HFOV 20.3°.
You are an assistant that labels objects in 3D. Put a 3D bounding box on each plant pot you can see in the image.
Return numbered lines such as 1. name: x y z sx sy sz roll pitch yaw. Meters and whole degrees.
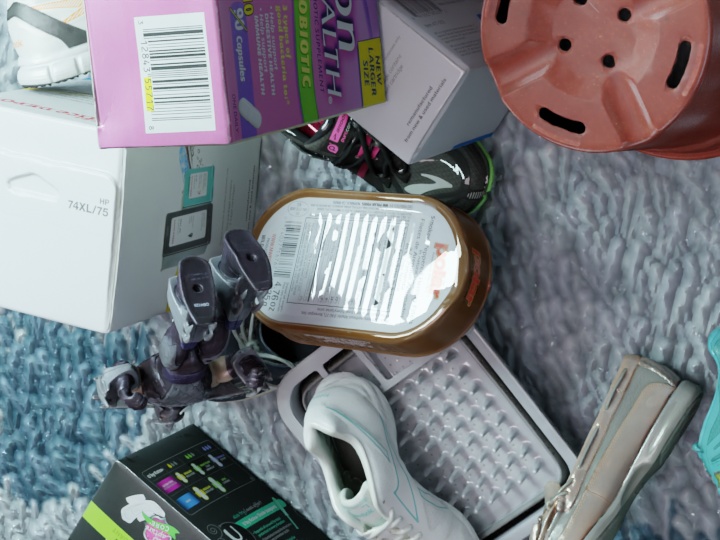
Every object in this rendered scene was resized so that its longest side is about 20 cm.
1. plant pot: 0.179 -0.160 1.287 0.200 0.195 0.202 5 101 25

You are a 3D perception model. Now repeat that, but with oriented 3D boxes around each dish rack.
1. dish rack: 0.054 0.116 1.472 0.171 0.044 0.200 -37 92 26

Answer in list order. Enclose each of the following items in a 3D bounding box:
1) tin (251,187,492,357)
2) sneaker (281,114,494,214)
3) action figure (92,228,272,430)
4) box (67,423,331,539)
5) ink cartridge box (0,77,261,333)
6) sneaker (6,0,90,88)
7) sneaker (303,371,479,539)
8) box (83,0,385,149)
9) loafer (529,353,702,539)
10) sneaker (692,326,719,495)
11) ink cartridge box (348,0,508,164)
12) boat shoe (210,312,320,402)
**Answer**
1. tin: 0.000 0.000 1.426 0.199 0.042 0.113 5 81 36
2. sneaker: 0.003 -0.091 1.449 0.199 0.084 0.077 26 110 20
3. action figure: -0.121 0.059 1.426 0.070 0.130 0.200 60 148 25
4. box: -0.119 0.244 1.549 0.200 0.124 0.149 38 113 14
5. ink cartridge box: -0.187 -0.055 1.484 0.146 0.200 0.147 13 105 24
6. sneaker: -0.164 -0.199 1.466 0.074 0.199 0.080 13 122 70
7. sneaker: 0.018 0.173 1.438 0.070 0.080 0.201 -32 97 25
8. box: -0.077 -0.175 1.241 0.096 0.200 0.177 0 101 28
9. loafer: 0.160 0.151 1.399 0.063 0.072 0.200 34 84 18
10. sneaker: 0.270 0.132 1.377 0.079 0.077 0.201 4 94 40
11. ink cartridge box: 0.010 -0.175 1.395 0.200 0.146 0.086 39 115 15
12. boat shoe: -0.058 0.049 1.517 0.199 0.062 0.075 -25 90 28
